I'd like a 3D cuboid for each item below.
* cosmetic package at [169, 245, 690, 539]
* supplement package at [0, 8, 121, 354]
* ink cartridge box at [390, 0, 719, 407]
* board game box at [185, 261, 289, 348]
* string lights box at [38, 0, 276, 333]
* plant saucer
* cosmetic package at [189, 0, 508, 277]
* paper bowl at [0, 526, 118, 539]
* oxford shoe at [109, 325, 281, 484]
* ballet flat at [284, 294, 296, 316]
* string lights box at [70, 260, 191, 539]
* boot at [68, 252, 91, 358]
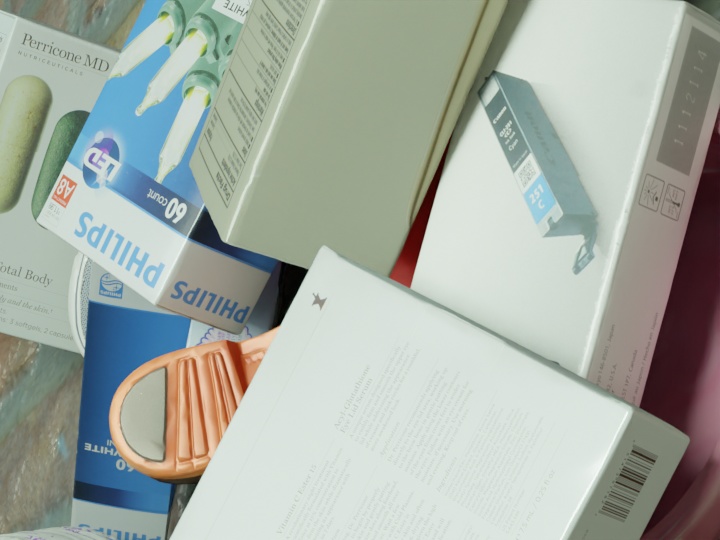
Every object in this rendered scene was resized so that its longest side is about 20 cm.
[{"bbox_3d":[0.003,0.111,0.678,0.151,0.052,0.200,28,91,37],"label":"cosmetic package"},{"bbox_3d":[-0.218,-0.064,1.324,0.151,0.151,0.201,27,99,62],"label":"supplement package"},{"bbox_3d":[0.042,-0.010,0.758,0.176,0.045,0.201,12,85,44],"label":"ink cartridge box"},{"bbox_3d":[-0.058,-0.009,1.024,0.200,0.041,0.200,105,175,-77],"label":"board game box"},{"bbox_3d":[-0.057,-0.085,0.885,0.103,0.059,0.200,31,95,42],"label":"string lights box"},{"bbox_3d":[0.113,0.030,0.756,0.200,0.051,0.201,-40,41,47],"label":"plant saucer"},{"bbox_3d":[0.005,-0.106,0.762,0.104,0.073,0.200,-120,50,-65],"label":"cosmetic package"},{"bbox_3d":[-0.157,0.239,1.042,0.200,0.104,0.201,1,91,40],"label":"paper bowl"},{"bbox_3d":[-0.010,0.053,0.873,0.073,0.199,0.072,72,-172,-72],"label":"oxford shoe"},{"bbox_3d":[0.000,0.000,0.965,0.069,0.071,0.201,-30,50,52],"label":"ballet flat"},{"bbox_3d":[-0.120,0.049,1.082,0.103,0.059,0.200,-84,3,-54],"label":"string lights box"},{"bbox_3d":[-0.126,-0.029,1.215,0.090,0.073,0.201,16,89,69],"label":"boot"}]
